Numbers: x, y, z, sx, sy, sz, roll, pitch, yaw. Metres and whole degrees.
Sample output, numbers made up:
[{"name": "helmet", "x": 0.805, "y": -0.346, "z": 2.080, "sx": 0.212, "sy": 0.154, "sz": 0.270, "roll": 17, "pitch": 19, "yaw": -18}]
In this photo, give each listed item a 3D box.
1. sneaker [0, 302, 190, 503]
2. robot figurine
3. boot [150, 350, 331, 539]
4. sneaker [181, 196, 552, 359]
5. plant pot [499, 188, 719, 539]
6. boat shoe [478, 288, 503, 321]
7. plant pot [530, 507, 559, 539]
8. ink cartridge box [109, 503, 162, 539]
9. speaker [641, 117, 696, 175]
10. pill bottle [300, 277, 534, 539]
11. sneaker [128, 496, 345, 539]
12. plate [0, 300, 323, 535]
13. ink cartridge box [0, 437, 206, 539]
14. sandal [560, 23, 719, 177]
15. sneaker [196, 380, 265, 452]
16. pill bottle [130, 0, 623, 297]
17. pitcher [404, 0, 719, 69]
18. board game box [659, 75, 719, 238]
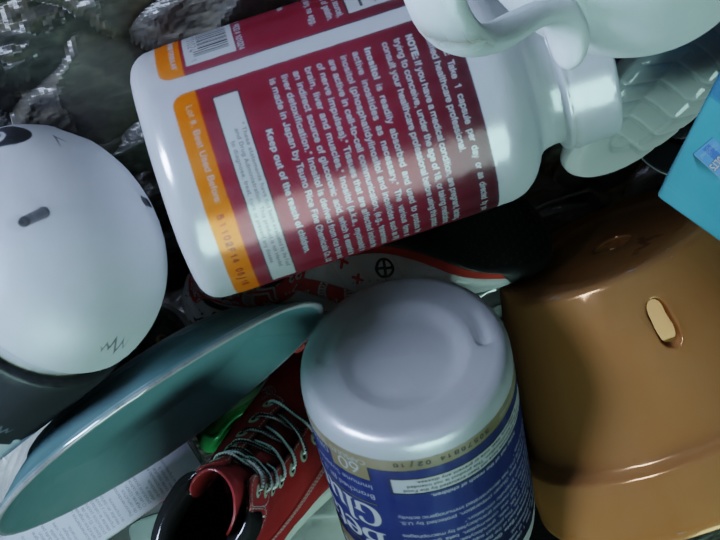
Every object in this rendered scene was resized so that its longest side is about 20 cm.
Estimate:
[{"name": "sneaker", "x": -0.159, "y": 0.074, "z": 0.984, "sx": 0.200, "sy": 0.072, "sz": 0.072, "roll": -37, "pitch": 168, "yaw": 34}, {"name": "robot figurine", "x": -0.178, "y": 0.017, "z": 0.781, "sx": 0.124, "sy": 0.151, "sz": 0.200, "roll": 36, "pitch": 129, "yaw": -25}, {"name": "boot", "x": -0.045, "y": 0.096, "z": 0.929, "sx": 0.201, "sy": 0.072, "sz": 0.144, "roll": -57, "pitch": 170, "yaw": -17}, {"name": "sneaker", "x": -0.001, "y": -0.001, "z": 0.937, "sx": 0.200, "sy": 0.068, "sz": 0.108, "roll": -2, "pitch": 152, "yaw": -26}, {"name": "plant pot", "x": 0.167, "y": 0.043, "z": 0.957, "sx": 0.199, "sy": 0.141, "sz": 0.200, "roll": -24, "pitch": -166, "yaw": 6}, {"name": "boat shoe", "x": 0.113, "y": 0.035, "z": 1.083, "sx": 0.199, "sy": 0.070, "sz": 0.071, "roll": -28, "pitch": 157, "yaw": 22}, {"name": "plant pot", "x": 0.062, "y": 0.219, "z": 1.126, "sx": 0.200, "sy": 0.179, "sz": 0.199, "roll": -38, "pitch": 158, "yaw": 34}, {"name": "ink cartridge box", "x": -0.207, "y": 0.225, "z": 1.277, "sx": 0.160, "sy": 0.050, "sz": 0.199, "roll": -33, "pitch": 150, "yaw": 28}, {"name": "speaker", "x": 0.231, "y": -0.073, "z": 0.932, "sx": 0.081, "sy": 0.082, "sz": 0.199, "roll": -36, "pitch": 150, "yaw": 33}, {"name": "pill bottle", "x": 0.037, "y": 0.109, "z": 0.917, "sx": 0.110, "sy": 0.112, "sz": 0.201, "roll": -17, "pitch": 136, "yaw": -3}, {"name": "sneaker", "x": -0.066, "y": 0.182, "z": 1.056, "sx": 0.199, "sy": 0.086, "sz": 0.073, "roll": -10, "pitch": 177, "yaw": 36}, {"name": "plate", "x": -0.106, "y": 0.068, "z": 0.857, "sx": 0.199, "sy": 0.026, "sz": 0.200, "roll": -35, "pitch": 171, "yaw": -7}, {"name": "ink cartridge box", "x": -0.188, "y": 0.164, "z": 1.039, "sx": 0.199, "sy": 0.044, "sz": 0.196, "roll": -33, "pitch": 178, "yaw": -11}, {"name": "sandal", "x": 0.161, "y": -0.128, "z": 0.810, "sx": 0.082, "sy": 0.050, "sz": 0.203, "roll": 4, "pitch": 133, "yaw": -46}, {"name": "sneaker", "x": -0.016, "y": 0.087, "z": 1.056, "sx": 0.198, "sy": 0.084, "sz": 0.074, "roll": 0, "pitch": 150, "yaw": -15}, {"name": "pill bottle", "x": 0.008, "y": -0.070, "z": 0.741, "sx": 0.198, "sy": 0.114, "sz": 0.113, "roll": -18, "pitch": 156, "yaw": -1}, {"name": "pitcher", "x": 0.073, "y": -0.133, "z": 0.599, "sx": 0.120, "sy": 0.173, "sz": 0.200, "roll": 11, "pitch": 168, "yaw": 28}, {"name": "board game box", "x": 0.217, "y": -0.122, "z": 0.732, "sx": 0.151, "sy": 0.047, "sz": 0.201, "roll": -43, "pitch": 162, "yaw": -34}]
